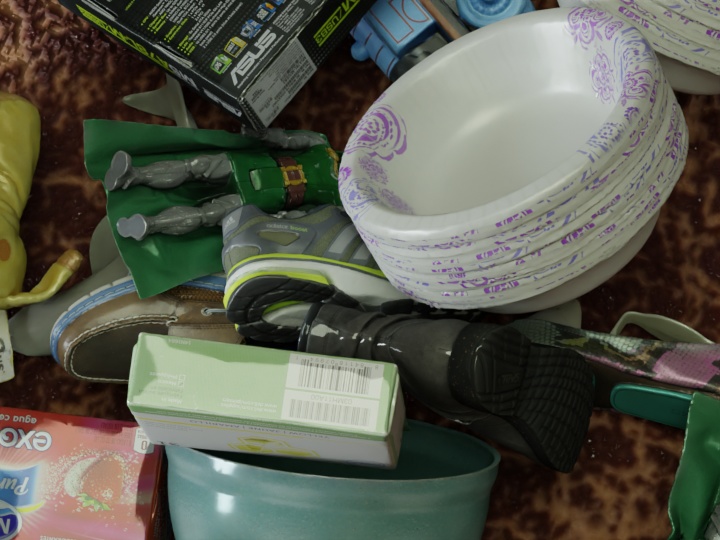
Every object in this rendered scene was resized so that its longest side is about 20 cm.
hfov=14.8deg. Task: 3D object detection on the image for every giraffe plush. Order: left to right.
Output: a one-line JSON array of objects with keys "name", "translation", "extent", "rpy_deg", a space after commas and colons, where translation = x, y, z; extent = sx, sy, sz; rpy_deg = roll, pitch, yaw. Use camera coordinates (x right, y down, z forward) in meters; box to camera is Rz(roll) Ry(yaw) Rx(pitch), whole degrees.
[{"name": "giraffe plush", "translation": [-0.286, -0.034, 1.703], "extent": [0.172, 0.162, 0.200], "rpy_deg": [-34, 66, 14]}]

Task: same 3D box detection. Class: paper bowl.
[{"name": "paper bowl", "translation": [0.096, -0.054, 1.631], "extent": [0.200, 0.104, 0.201], "rpy_deg": [-20, 34, 14]}, {"name": "paper bowl", "translation": [0.202, -0.188, 1.738], "extent": [0.201, 0.201, 0.104], "rpy_deg": [36, 123, 12]}]

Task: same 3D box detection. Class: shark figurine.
[{"name": "shark figurine", "translation": [-0.132, -0.029, 1.756], "extent": [0.128, 0.090, 0.215], "rpy_deg": [24, 79, 8]}]

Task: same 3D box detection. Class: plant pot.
[{"name": "plant pot", "translation": [-0.023, 0.166, 1.652], "extent": [0.200, 0.200, 0.134], "rpy_deg": [7, 98, 5]}]

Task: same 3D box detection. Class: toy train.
[{"name": "toy train", "translation": [0.029, -0.185, 1.791], "extent": [0.114, 0.087, 0.200], "rpy_deg": [-39, 75, 1]}]

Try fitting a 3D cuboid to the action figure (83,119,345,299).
[{"name": "action figure", "translation": [-0.068, -0.053, 1.732], "extent": [0.200, 0.055, 0.118], "rpy_deg": [-9, 78, -38]}]

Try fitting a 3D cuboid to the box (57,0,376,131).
[{"name": "box", "translation": [-0.072, -0.210, 1.744], "extent": [0.193, 0.048, 0.200], "rpy_deg": [32, 77, 34]}]

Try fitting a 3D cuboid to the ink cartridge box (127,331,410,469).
[{"name": "ink cartridge box", "translation": [-0.047, 0.085, 1.582], "extent": [0.145, 0.200, 0.048], "rpy_deg": [6, 75, 5]}]

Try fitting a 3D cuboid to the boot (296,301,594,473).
[{"name": "boot", "translation": [0.053, 0.061, 1.647], "extent": [0.132, 0.200, 0.070], "rpy_deg": [10, 73, 29]}]

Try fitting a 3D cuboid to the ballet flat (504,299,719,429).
[{"name": "ballet flat", "translation": [0.153, 0.056, 1.730], "extent": [0.200, 0.069, 0.071], "rpy_deg": [9, 57, 2]}]

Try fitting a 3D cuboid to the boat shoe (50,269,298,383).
[{"name": "boat shoe", "translation": [-0.090, 0.043, 1.714], "extent": [0.200, 0.072, 0.072], "rpy_deg": [-9, 42, -10]}]

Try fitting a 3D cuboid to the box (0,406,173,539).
[{"name": "box", "translation": [-0.217, 0.139, 1.706], "extent": [0.200, 0.100, 0.096], "rpy_deg": [6, 75, 5]}]

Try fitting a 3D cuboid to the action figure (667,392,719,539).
[{"name": "action figure", "translation": [0.221, 0.188, 1.672], "extent": [0.118, 0.055, 0.200], "rpy_deg": [21, 91, -1]}]

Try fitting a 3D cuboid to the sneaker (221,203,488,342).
[{"name": "sneaker", "translation": [0.000, 0.000, 1.694], "extent": [0.200, 0.074, 0.081], "rpy_deg": [11, 49, -37]}]
